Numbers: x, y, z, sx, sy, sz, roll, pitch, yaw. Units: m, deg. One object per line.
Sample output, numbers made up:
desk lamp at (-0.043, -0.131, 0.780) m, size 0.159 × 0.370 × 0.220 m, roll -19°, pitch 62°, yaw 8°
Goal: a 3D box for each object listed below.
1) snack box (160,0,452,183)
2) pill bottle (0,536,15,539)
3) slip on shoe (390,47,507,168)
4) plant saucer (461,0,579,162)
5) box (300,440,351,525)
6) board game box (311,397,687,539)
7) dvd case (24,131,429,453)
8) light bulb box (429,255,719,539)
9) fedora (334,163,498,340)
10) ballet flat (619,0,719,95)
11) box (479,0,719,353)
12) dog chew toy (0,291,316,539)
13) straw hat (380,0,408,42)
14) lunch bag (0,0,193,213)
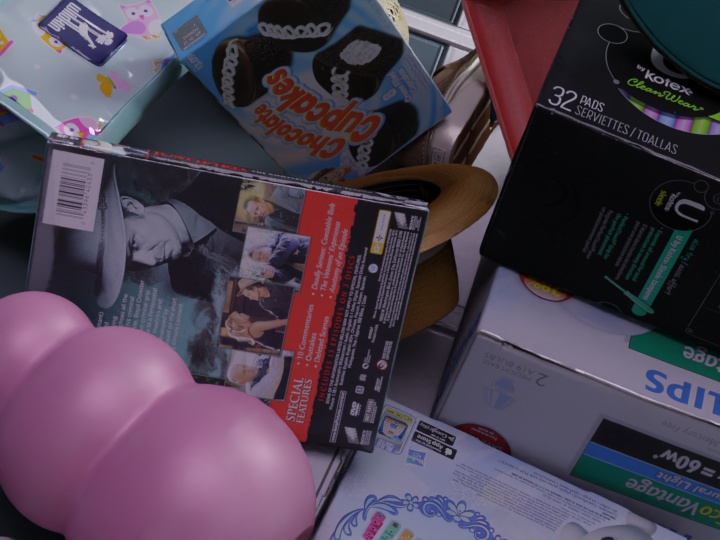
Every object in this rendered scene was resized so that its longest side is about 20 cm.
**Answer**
snack box at (-0.027, -0.126, 0.900) m, size 0.116 × 0.200 × 0.037 m, roll -35°, pitch 57°, yaw 6°
pill bottle at (-0.139, 0.224, 0.647) m, size 0.111 × 0.111 × 0.200 m, roll -26°, pitch 61°, yaw -33°
slip on shoe at (0.082, -0.136, 1.051) m, size 0.060 × 0.076 × 0.200 m, roll 19°, pitch 50°, yaw 21°
plant saucer at (0.187, -0.128, 0.957) m, size 0.037 × 0.199 × 0.201 m, roll -22°, pitch 95°, yaw -58°
box at (-0.110, 0.093, 0.801) m, size 0.200 × 0.060 × 0.117 m, roll 23°, pitch 48°, yaw 4°
board game box at (0.062, 0.192, 0.779) m, size 0.200 × 0.043 × 0.199 m, roll 25°, pitch 48°, yaw 4°
dvd case at (-0.075, 0.015, 0.748) m, size 0.199 × 0.146 × 0.022 m, roll 9°, pitch 18°, yaw -9°
light bulb box at (0.165, 0.040, 0.885) m, size 0.198 × 0.125 × 0.200 m, roll 21°, pitch 47°, yaw 1°
fedora at (0.000, 0.000, 0.864) m, size 0.200 × 0.082 × 0.201 m, roll -17°, pitch 16°, yaw 5°
ballet flat at (0.226, -0.117, 0.751) m, size 0.200 × 0.068 × 0.072 m, roll 33°, pitch 28°, yaw 13°
box at (0.193, -0.057, 0.809) m, size 0.200 × 0.124 × 0.149 m, roll 22°, pitch 48°, yaw 5°
dog chew toy at (-0.119, 0.086, 0.688) m, size 0.200 × 0.125 × 0.125 m, roll 38°, pitch 50°, yaw 11°
straw hat at (-0.010, -0.179, 1.039) m, size 0.085 × 0.201 × 0.201 m, roll 51°, pitch 41°, yaw -27°
lunch bag at (-0.208, -0.128, 0.885) m, size 0.200 × 0.122 × 0.170 m, roll 10°, pitch 44°, yaw 27°
